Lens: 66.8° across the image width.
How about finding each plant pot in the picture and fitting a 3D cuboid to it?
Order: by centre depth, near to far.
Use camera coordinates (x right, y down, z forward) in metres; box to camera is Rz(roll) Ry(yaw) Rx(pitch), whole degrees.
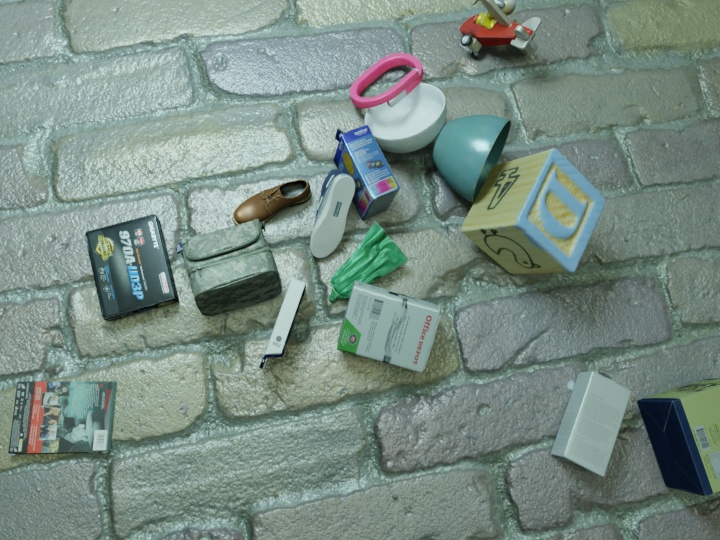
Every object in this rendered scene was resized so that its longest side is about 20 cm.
[{"bbox_3d":[0.248,-0.280,1.282,0.133,0.200,0.202,27,76,15],"label":"plant pot"}]

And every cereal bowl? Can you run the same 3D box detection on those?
[{"bbox_3d":[0.114,-0.353,1.311,0.197,0.084,0.202,-12,51,14],"label":"cereal bowl"}]

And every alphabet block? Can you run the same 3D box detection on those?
[{"bbox_3d":[0.382,-0.123,1.221,0.194,0.199,0.198,37,75,-19],"label":"alphabet block"}]

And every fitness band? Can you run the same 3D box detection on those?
[{"bbox_3d":[0.063,-0.463,1.337,0.200,0.038,0.143,-42,51,-14],"label":"fitness band"}]

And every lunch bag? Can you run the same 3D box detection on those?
[{"bbox_3d":[-0.286,-0.014,1.194,0.197,0.140,0.170,-17,64,-10],"label":"lunch bag"}]

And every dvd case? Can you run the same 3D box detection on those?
[{"bbox_3d":[-0.621,0.306,1.143,0.196,0.022,0.149,0,78,-5],"label":"dvd case"}]

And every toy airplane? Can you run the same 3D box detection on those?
[{"bbox_3d":[0.358,-0.612,1.353,0.196,0.200,0.143,18,89,-2],"label":"toy airplane"}]

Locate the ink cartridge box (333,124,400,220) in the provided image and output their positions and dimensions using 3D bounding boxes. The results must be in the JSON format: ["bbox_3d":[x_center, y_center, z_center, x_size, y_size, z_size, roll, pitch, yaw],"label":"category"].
[{"bbox_3d":[0.004,-0.238,1.266,0.075,0.137,0.202,-22,80,-15],"label":"ink cartridge box"}]

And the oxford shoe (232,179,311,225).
[{"bbox_3d":[-0.208,-0.164,1.264,0.198,0.071,0.072,-28,83,-9],"label":"oxford shoe"}]

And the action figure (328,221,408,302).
[{"bbox_3d":[0.000,0.000,1.257,0.200,0.055,0.118,-43,86,-6],"label":"action figure"}]

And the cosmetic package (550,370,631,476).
[{"bbox_3d":[0.517,0.341,1.226,0.100,0.071,0.202,26,77,1],"label":"cosmetic package"}]

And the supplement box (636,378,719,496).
[{"bbox_3d":[0.771,0.362,1.216,0.197,0.134,0.203,-13,79,-8],"label":"supplement box"}]

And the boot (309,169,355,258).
[{"bbox_3d":[-0.072,-0.133,1.277,0.072,0.090,0.202,19,102,-26],"label":"boot"}]

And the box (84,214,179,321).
[{"bbox_3d":[-0.505,-0.006,1.209,0.156,0.046,0.203,-15,79,-9],"label":"box"}]

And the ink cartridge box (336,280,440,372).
[{"bbox_3d":[0.061,0.122,1.200,0.197,0.083,0.149,17,98,-2],"label":"ink cartridge box"}]

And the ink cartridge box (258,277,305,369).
[{"bbox_3d":[-0.167,0.122,1.190,0.039,0.100,0.203,20,77,-2],"label":"ink cartridge box"}]
